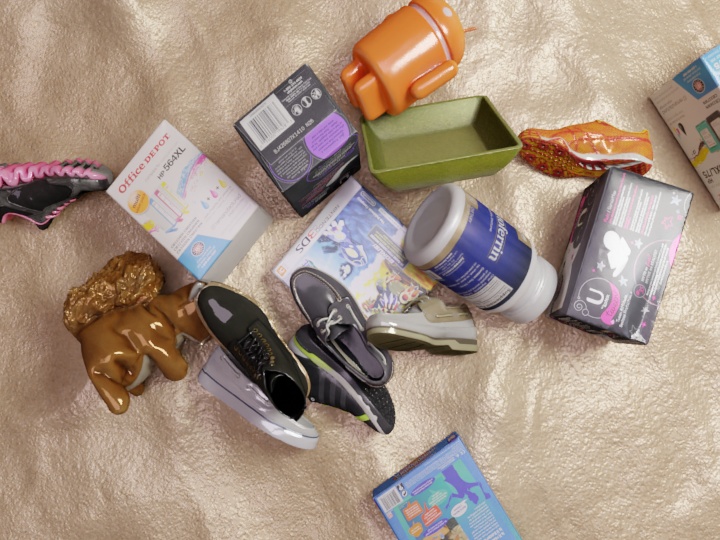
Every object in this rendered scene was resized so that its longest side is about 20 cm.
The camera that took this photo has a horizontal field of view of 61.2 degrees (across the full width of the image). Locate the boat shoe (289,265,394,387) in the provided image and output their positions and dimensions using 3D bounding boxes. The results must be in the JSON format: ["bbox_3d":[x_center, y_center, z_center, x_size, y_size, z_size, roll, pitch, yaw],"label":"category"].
[{"bbox_3d":[-0.026,0.073,0.823,0.072,0.063,0.201,-40,86,2],"label":"boat shoe"}]

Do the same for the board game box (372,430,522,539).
[{"bbox_3d":[0.129,0.358,0.852,0.150,0.045,0.203,-32,86,-1],"label":"board game box"}]

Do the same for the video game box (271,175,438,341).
[{"bbox_3d":[0.000,0.000,0.880,0.199,0.047,0.183,41,90,3],"label":"video game box"}]

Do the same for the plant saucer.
[{"bbox_3d":[0.102,-0.172,0.840,0.193,0.202,0.049,-10,124,1],"label":"plant saucer"}]

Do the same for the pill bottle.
[{"bbox_3d":[0.163,-0.016,0.816,0.197,0.115,0.118,31,87,-22],"label":"pill bottle"}]

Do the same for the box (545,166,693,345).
[{"bbox_3d":[0.343,-0.016,0.829,0.112,0.132,0.206,19,87,6],"label":"box"}]

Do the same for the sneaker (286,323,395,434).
[{"bbox_3d":[-0.034,0.164,0.870,0.200,0.072,0.083,45,112,5],"label":"sneaker"}]

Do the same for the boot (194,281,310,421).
[{"bbox_3d":[-0.132,0.095,0.763,0.199,0.138,0.078,43,86,-6],"label":"boot"}]

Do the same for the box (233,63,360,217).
[{"bbox_3d":[-0.075,-0.163,0.814,0.121,0.200,0.107,-38,86,-2],"label":"box"}]

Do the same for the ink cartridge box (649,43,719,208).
[{"bbox_3d":[0.536,-0.215,0.829,0.144,0.147,0.203,-31,85,-1],"label":"ink cartridge box"}]

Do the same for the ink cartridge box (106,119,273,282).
[{"bbox_3d":[-0.241,-0.097,0.852,0.199,0.125,0.129,41,88,3],"label":"ink cartridge box"}]

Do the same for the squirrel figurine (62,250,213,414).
[{"bbox_3d":[-0.293,0.060,0.841,0.185,0.142,0.202,-36,89,-8],"label":"squirrel figurine"}]

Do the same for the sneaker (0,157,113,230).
[{"bbox_3d":[-0.455,-0.110,0.895,0.193,0.079,0.099,-4,108,2],"label":"sneaker"}]

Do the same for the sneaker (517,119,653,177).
[{"bbox_3d":[0.321,-0.180,0.882,0.193,0.073,0.079,8,64,-2],"label":"sneaker"}]

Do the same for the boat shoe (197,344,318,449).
[{"bbox_3d":[-0.136,0.177,0.857,0.197,0.074,0.067,31,92,2],"label":"boat shoe"}]

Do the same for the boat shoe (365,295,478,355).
[{"bbox_3d":[0.082,0.072,0.824,0.074,0.196,0.071,-17,68,44],"label":"boat shoe"}]

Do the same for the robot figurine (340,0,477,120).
[{"bbox_3d":[0.065,-0.305,0.863,0.198,0.144,0.118,-37,107,-2],"label":"robot figurine"}]
